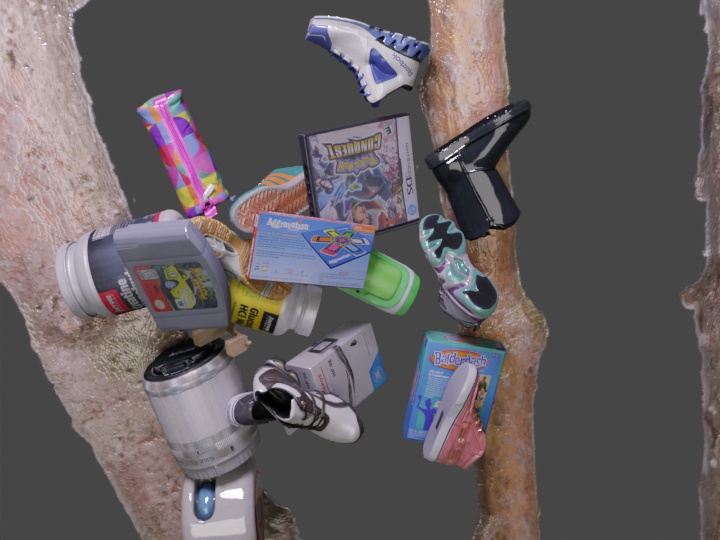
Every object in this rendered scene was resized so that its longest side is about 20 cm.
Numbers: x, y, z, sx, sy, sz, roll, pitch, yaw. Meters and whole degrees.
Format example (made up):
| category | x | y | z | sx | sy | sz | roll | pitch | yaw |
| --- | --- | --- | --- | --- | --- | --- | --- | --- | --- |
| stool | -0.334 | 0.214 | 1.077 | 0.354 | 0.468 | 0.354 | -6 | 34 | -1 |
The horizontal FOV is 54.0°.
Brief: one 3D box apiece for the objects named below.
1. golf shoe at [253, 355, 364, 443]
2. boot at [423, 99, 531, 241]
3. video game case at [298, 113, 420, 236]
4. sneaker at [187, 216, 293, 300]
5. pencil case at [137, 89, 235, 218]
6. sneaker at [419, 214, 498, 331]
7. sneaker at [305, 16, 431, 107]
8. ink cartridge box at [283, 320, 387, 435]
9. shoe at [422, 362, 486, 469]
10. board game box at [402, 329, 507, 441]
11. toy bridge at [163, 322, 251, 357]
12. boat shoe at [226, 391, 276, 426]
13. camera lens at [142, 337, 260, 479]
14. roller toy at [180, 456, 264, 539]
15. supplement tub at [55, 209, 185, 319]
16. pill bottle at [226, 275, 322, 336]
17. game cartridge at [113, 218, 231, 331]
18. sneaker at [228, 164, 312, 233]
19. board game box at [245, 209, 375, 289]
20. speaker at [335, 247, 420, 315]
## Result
| category | x | y | z | sx | sy | sz | roll | pitch | yaw |
| --- | --- | --- | --- | --- | --- | --- | --- | --- | --- |
| golf shoe | -0.086 | 0.222 | 1.093 | 0.198 | 0.095 | 0.078 | 32 | 110 | -6 |
| boot | 0.223 | -0.160 | 1.162 | 0.198 | 0.077 | 0.170 | -31 | 102 | 13 |
| video game case | 0.004 | -0.144 | 1.137 | 0.197 | 0.025 | 0.185 | -17 | 110 | -28 |
| sneaker | -0.193 | -0.023 | 1.102 | 0.199 | 0.087 | 0.077 | 35 | 75 | -23 |
| pencil case | -0.278 | -0.182 | 1.126 | 0.087 | 0.089 | 0.203 | -23 | 106 | 4 |
| sneaker | 0.150 | 0.015 | 1.206 | 0.076 | 0.141 | 0.202 | -20 | 67 | -17 |
| sneaker | 0.006 | -0.320 | 1.101 | 0.195 | 0.081 | 0.118 | 12 | 104 | -8 |
| ink cartridge box | -0.051 | 0.183 | 1.194 | 0.066 | 0.199 | 0.118 | 1 | 116 | 44 |
| shoe | 0.186 | 0.259 | 1.246 | 0.089 | 0.072 | 0.203 | 17 | 110 | -9 |
| board game box | 0.169 | 0.219 | 1.290 | 0.149 | 0.045 | 0.204 | 10 | 106 | -6 |
| toy bridge | -0.250 | 0.102 | 1.182 | 0.197 | 0.067 | 0.028 | 11 | 115 | 39 |
| boat shoe | -0.136 | 0.219 | 1.200 | 0.065 | 0.198 | 0.072 | -5 | 89 | 37 |
| camera lens | -0.269 | 0.228 | 1.208 | 0.157 | 0.160 | 0.204 | -17 | 107 | 2 |
| roller toy | -0.247 | 0.428 | 1.259 | 0.136 | 0.200 | 0.187 | -4 | 97 | -2 |
| supplement tub | -0.370 | -0.007 | 1.142 | 0.196 | 0.141 | 0.143 | -15 | 107 | 1 |
| pill bottle | -0.169 | 0.042 | 1.182 | 0.196 | 0.113 | 0.115 | 17 | 105 | -8 |
| game cartridge | -0.266 | 0.014 | 1.046 | 0.130 | 0.041 | 0.202 | -8 | 133 | 7 |
| sneaker | -0.134 | -0.114 | 1.112 | 0.198 | 0.079 | 0.073 | -30 | 119 | -37 |
| board game box | -0.074 | -0.030 | 1.093 | 0.196 | 0.019 | 0.105 | 6 | 104 | -28 |
| speaker | 0.000 | 0.000 | 1.195 | 0.197 | 0.089 | 0.090 | 27 | 104 | -11 |
